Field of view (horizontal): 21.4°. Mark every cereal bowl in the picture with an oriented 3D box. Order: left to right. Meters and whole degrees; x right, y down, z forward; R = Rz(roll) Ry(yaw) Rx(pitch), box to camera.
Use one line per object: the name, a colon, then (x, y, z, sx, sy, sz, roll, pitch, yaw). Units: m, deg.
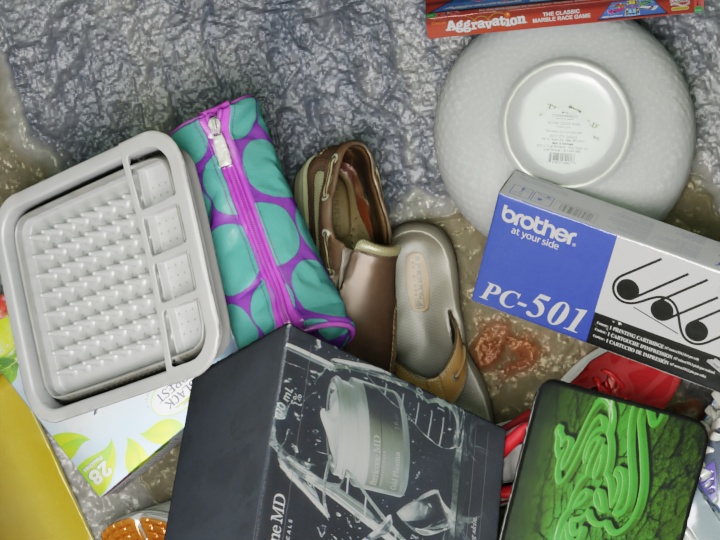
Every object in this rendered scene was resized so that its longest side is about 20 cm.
cereal bowl: (0.152, -0.105, 1.415, 0.199, 0.083, 0.201, 0, 88, 3)

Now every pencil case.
pencil case: (-0.075, -0.022, 1.357, 0.085, 0.092, 0.201, -23, 71, -4)

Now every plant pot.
plant pot: (-0.324, 0.207, 1.396, 0.176, 0.200, 0.201, -27, 87, 15)

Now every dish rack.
dish rack: (-0.171, 0.007, 1.351, 0.199, 0.043, 0.173, -20, 80, 36)

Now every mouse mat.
mouse mat: (0.163, 0.187, 1.330, 0.160, 0.008, 0.201, 16, 85, -30)

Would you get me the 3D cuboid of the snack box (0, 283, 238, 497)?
snack box: (-0.165, 0.043, 1.440, 0.200, 0.068, 0.169, -39, 84, 3)

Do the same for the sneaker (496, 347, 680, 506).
sneaker: (0.164, 0.114, 1.378, 0.200, 0.116, 0.079, -35, 94, -10)

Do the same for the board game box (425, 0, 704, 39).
board game box: (0.147, -0.207, 1.410, 0.199, 0.103, 0.020, -5, 117, 4)

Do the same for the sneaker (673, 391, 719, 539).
sneaker: (0.253, 0.133, 1.403, 0.145, 0.081, 0.201, -6, 94, 0)

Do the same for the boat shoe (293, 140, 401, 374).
boat shoe: (-0.005, 0.000, 1.395, 0.074, 0.075, 0.204, 0, 69, -33)

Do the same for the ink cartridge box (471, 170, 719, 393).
ink cartridge box: (0.186, 0.008, 1.361, 0.199, 0.044, 0.094, 20, 122, 13)

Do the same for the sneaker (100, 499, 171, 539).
sneaker: (-0.103, 0.188, 1.424, 0.199, 0.092, 0.076, -17, 103, 34)

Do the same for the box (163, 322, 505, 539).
box: (-0.018, 0.174, 1.272, 0.196, 0.124, 0.201, 26, 54, -28)

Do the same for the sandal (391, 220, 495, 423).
sandal: (0.054, 0.062, 1.431, 0.081, 0.055, 0.201, -6, 89, 4)
